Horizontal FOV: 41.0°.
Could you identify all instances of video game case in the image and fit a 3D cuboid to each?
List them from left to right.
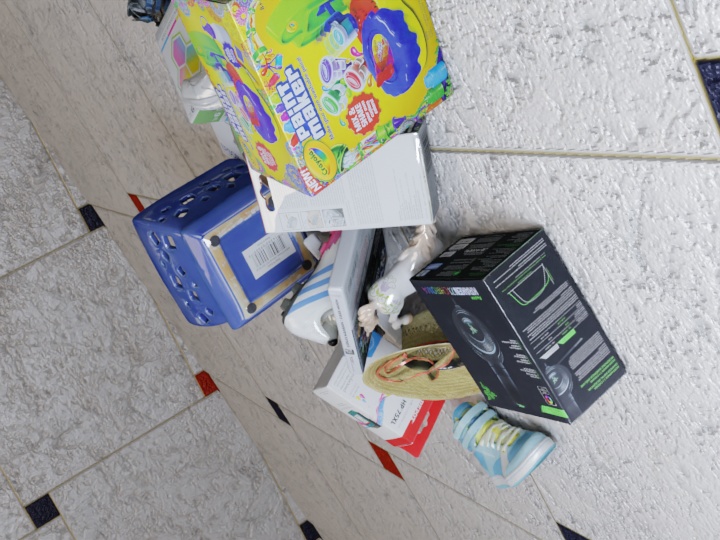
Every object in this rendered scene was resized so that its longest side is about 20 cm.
[{"bbox_3d":[0.000,0.000,1.227,0.023,0.201,0.182,3,142,13],"label":"video game case"},{"bbox_3d":[0.008,0.040,1.410,0.200,0.023,0.182,46,180,16],"label":"video game case"}]

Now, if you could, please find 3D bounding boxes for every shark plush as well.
[{"bbox_3d":[-0.048,0.046,1.551,0.200,0.083,0.091,36,117,35],"label":"shark plush"}]

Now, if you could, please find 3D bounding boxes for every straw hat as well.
[{"bbox_3d":[0.099,0.096,1.256,0.201,0.200,0.086,92,175,-61],"label":"straw hat"}]

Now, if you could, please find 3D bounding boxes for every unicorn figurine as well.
[{"bbox_3d":[0.063,-0.008,1.153,0.074,0.201,0.137,26,174,24],"label":"unicorn figurine"}]

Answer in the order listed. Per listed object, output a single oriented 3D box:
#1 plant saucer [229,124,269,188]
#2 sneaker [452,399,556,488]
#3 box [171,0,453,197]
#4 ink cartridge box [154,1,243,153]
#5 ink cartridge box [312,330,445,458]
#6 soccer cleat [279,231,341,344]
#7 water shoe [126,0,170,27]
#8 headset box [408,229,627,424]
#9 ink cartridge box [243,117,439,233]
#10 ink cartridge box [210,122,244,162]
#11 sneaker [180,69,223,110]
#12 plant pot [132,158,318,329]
[{"bbox_3d":[-0.105,-0.196,1.261,0.200,0.032,0.201,27,130,38],"label":"plant saucer"},{"bbox_3d":[0.187,0.231,1.336,0.131,0.079,0.200,48,159,9],"label":"sneaker"},{"bbox_3d":[-0.041,-0.215,0.917,0.122,0.192,0.201,28,150,49],"label":"box"},{"bbox_3d":[-0.196,-0.260,1.257,0.104,0.059,0.201,-44,64,51],"label":"ink cartridge box"},{"bbox_3d":[0.043,0.184,1.454,0.200,0.117,0.067,34,156,-12],"label":"ink cartridge box"},{"bbox_3d":[-0.028,0.008,1.292,0.086,0.201,0.070,30,165,7],"label":"soccer cleat"},{"bbox_3d":[-0.293,-0.373,1.380,0.200,0.079,0.072,47,160,14],"label":"water shoe"},{"bbox_3d":[0.172,0.065,1.063,0.201,0.093,0.174,57,161,-14],"label":"headset box"},{"bbox_3d":[-0.019,-0.103,1.073,0.199,0.050,0.110,-3,119,17],"label":"ink cartridge box"},{"bbox_3d":[-0.172,-0.225,1.418,0.199,0.041,0.201,34,153,42],"label":"ink cartridge box"},{"bbox_3d":[-0.139,-0.243,1.129,0.199,0.078,0.100,-3,103,39],"label":"sneaker"},{"bbox_3d":[-0.186,-0.036,1.431,0.179,0.200,0.201,12,133,54],"label":"plant pot"}]
